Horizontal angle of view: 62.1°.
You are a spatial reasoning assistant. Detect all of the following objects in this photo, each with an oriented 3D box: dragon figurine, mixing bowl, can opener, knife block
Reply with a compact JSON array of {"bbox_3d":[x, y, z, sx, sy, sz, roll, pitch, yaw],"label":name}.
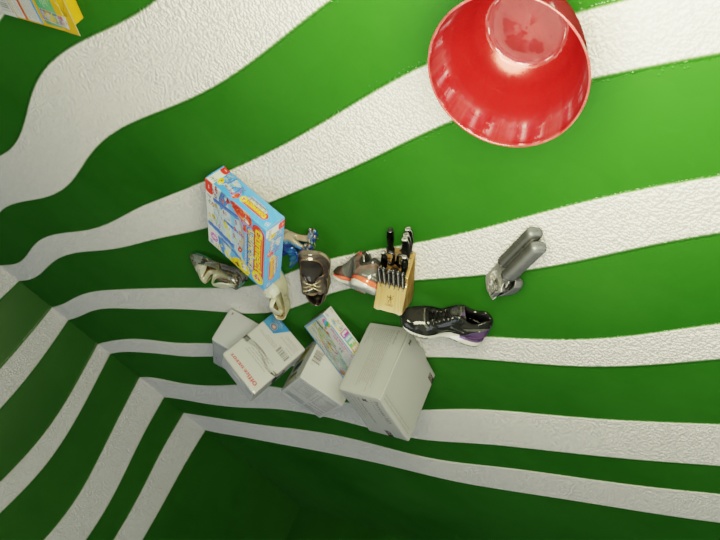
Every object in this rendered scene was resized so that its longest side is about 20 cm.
[{"bbox_3d":[-0.160,-0.048,1.369,0.098,0.060,0.200,34,147,-7],"label":"dragon figurine"},{"bbox_3d":[0.188,-0.266,0.725,0.195,0.110,0.203,20,148,13],"label":"mixing bowl"},{"bbox_3d":[0.285,-0.009,1.082,0.065,0.055,0.201,1,153,-17],"label":"can opener"},{"bbox_3d":[0.080,-0.009,1.233,0.062,0.200,0.182,13,102,12],"label":"knife block"}]

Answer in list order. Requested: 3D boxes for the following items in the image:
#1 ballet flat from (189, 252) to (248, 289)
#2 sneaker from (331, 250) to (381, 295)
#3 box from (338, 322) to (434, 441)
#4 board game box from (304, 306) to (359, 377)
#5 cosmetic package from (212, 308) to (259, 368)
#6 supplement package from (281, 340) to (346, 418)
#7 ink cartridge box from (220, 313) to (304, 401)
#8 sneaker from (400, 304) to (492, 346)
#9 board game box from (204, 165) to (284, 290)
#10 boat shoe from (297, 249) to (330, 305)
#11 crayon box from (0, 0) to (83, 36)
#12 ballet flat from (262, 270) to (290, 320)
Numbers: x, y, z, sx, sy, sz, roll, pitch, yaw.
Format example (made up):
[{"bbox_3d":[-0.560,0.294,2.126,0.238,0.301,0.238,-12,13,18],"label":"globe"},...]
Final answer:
[{"bbox_3d":[-0.402,0.007,1.639,0.195,0.073,0.073,17,147,20],"label":"ballet flat"},{"bbox_3d":[0.000,0.000,1.306,0.075,0.084,0.199,25,175,-24],"label":"sneaker"},{"bbox_3d":[0.072,0.277,1.499,0.127,0.203,0.201,4,141,35],"label":"box"},{"bbox_3d":[-0.056,0.203,1.606,0.202,0.034,0.134,53,146,-3],"label":"board game box"},{"bbox_3d":[-0.359,0.255,1.904,0.195,0.125,0.202,27,147,4],"label":"cosmetic package"},{"bbox_3d":[-0.114,0.308,1.742,0.149,0.154,0.200,33,149,-8],"label":"supplement package"},{"bbox_3d":[-0.280,0.247,1.713,0.146,0.199,0.084,47,149,8],"label":"ink cartridge box"},{"bbox_3d":[0.183,0.096,1.262,0.193,0.078,0.089,9,143,-10],"label":"sneaker"},{"bbox_3d":[-0.256,-0.090,1.318,0.194,0.056,0.203,39,144,20],"label":"board game box"},{"bbox_3d":[-0.099,0.021,1.332,0.072,0.076,0.201,-1,155,6],"label":"boat shoe"},{"bbox_3d":[-0.589,-0.513,1.077,0.195,0.052,0.127,21,148,16],"label":"crayon box"},{"bbox_3d":[-0.223,0.061,1.569,0.067,0.071,0.203,16,146,20],"label":"ballet flat"}]
